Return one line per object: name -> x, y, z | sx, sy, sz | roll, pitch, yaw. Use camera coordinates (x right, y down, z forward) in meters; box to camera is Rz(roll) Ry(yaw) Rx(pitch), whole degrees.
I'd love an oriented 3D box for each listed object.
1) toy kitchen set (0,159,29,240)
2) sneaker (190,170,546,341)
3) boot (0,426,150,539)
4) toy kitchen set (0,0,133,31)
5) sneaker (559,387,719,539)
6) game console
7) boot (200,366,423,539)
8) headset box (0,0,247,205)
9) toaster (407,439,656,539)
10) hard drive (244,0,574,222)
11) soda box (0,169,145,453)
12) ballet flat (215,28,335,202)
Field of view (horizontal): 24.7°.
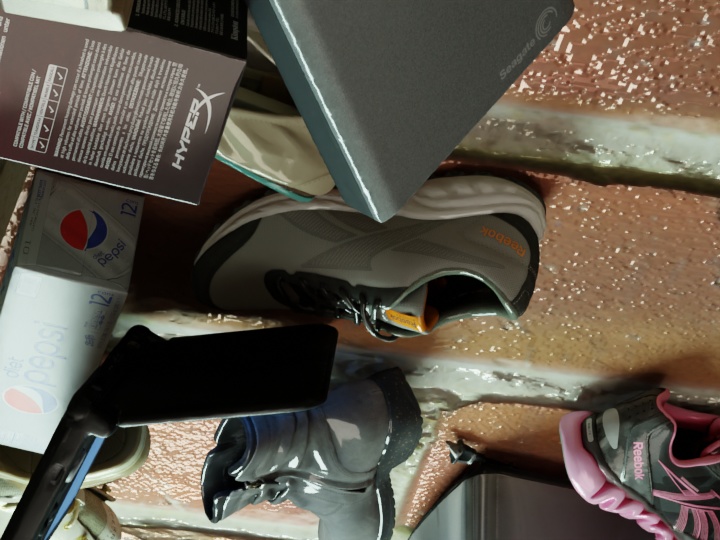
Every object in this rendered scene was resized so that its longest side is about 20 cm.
toy kitchen set -> -0.278, 0.017, 0.810 | 0.163, 0.181, 0.200 | 21, 155, -12
sneaker -> 0.000, 0.000, 0.885 | 0.199, 0.080, 0.074 | -7, 146, 17
boot -> -0.200, 0.145, 1.119 | 0.199, 0.072, 0.155 | -9, 143, 26
toy kitchen set -> -0.008, -0.189, 0.475 | 0.180, 0.201, 0.163 | 9, 154, -1
sneaker -> 0.222, 0.134, 1.075 | 0.095, 0.079, 0.200 | -37, 131, 28
game console -> -0.105, 0.099, 0.916 | 0.116, 0.200, 0.176 | 27, 98, -2
boot -> -0.043, 0.138, 1.063 | 0.131, 0.070, 0.200 | -13, 139, -22
headset box -> -0.148, -0.119, 0.653 | 0.199, 0.149, 0.077 | 12, 127, -14
toaster -> 0.121, 0.227, 1.167 | 0.199, 0.119, 0.181 | 13, 143, -14
hard drive -> 0.016, -0.130, 0.656 | 0.033, 0.140, 0.200 | 30, 160, 34
soda box -> -0.180, 0.030, 0.951 | 0.063, 0.068, 0.200 | 14, 144, -13
ballet flat -> -0.088, -0.096, 0.777 | 0.200, 0.070, 0.069 | 20, 142, -25
